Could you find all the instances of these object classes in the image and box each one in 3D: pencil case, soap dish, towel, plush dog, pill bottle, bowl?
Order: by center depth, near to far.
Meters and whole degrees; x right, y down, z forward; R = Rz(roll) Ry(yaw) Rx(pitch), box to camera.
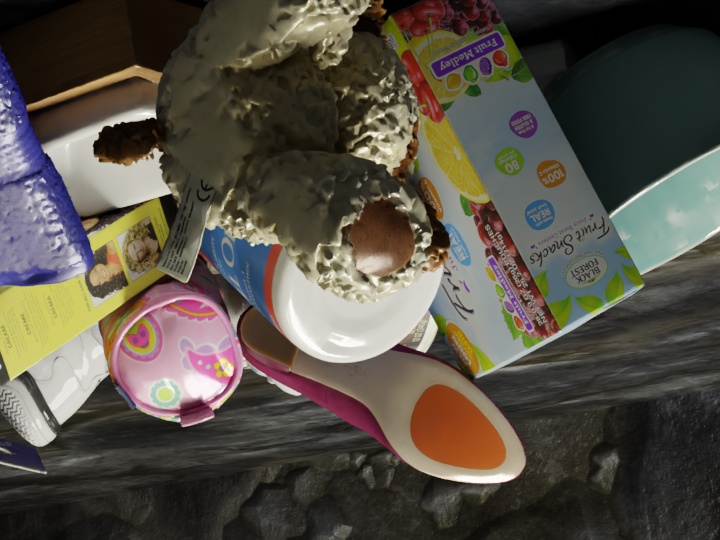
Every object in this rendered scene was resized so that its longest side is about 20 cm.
[{"bbox_3d":[-0.028,-0.074,1.059,0.160,0.202,0.171,-14,174,31],"label":"plush dog"},{"bbox_3d":[-0.238,-0.067,1.071,0.147,0.050,0.201,-14,126,8],"label":"towel"},{"bbox_3d":[-0.150,-0.093,1.169,0.199,0.082,0.157,-14,166,34],"label":"soap dish"},{"bbox_3d":[-0.044,-0.035,1.239,0.112,0.113,0.200,0,-157,-31],"label":"pill bottle"},{"bbox_3d":[0.179,-0.080,1.289,0.200,0.105,0.201,-26,163,-8],"label":"bowl"},{"bbox_3d":[-0.123,0.038,1.314,0.087,0.088,0.200,-5,-168,-9],"label":"pencil case"}]

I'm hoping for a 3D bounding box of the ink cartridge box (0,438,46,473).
[{"bbox_3d":[-0.306,0.088,1.366,0.198,0.047,0.198,11,177,-11],"label":"ink cartridge box"}]

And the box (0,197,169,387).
[{"bbox_3d":[-0.190,0.014,1.210,0.075,0.050,0.200,-11,-164,29],"label":"box"}]

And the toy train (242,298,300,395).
[{"bbox_3d":[0.000,0.000,1.380,0.200,0.085,0.114,-45,-163,-1],"label":"toy train"}]

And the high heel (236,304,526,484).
[{"bbox_3d":[0.014,0.072,1.290,0.199,0.068,0.096,32,178,1],"label":"high heel"}]

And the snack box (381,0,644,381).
[{"bbox_3d":[0.066,-0.048,1.207,0.067,0.201,0.169,-26,176,-19],"label":"snack box"}]

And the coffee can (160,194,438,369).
[{"bbox_3d":[-0.056,-0.001,1.516,0.199,0.148,0.146,-3,168,-22],"label":"coffee can"}]

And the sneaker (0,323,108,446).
[{"bbox_3d":[-0.252,0.019,1.508,0.115,0.200,0.075,-36,179,-6],"label":"sneaker"}]

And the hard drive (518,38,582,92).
[{"bbox_3d":[0.055,-0.107,1.362,0.199,0.026,0.132,-11,168,18],"label":"hard drive"}]
